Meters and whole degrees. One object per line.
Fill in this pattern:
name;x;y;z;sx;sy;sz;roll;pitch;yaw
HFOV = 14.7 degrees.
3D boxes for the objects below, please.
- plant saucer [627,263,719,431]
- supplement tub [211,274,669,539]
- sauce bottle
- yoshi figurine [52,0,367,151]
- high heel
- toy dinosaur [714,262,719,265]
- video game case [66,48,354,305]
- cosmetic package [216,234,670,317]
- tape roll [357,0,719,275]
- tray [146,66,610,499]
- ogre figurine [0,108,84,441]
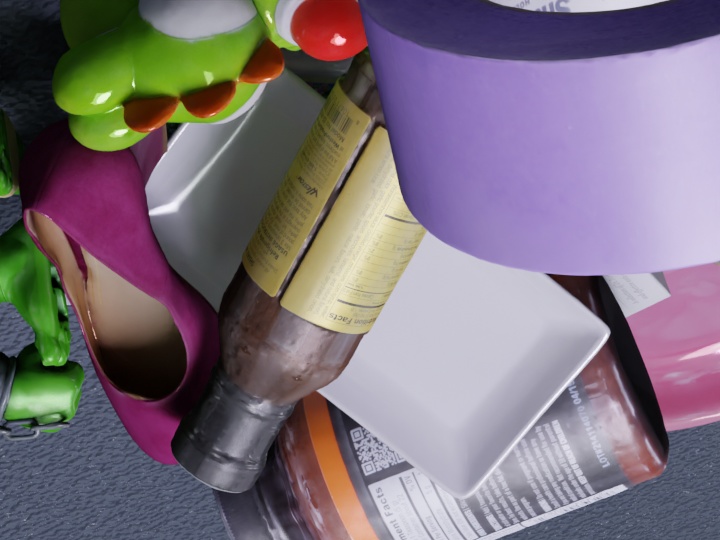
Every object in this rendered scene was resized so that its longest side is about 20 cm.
plant saucer;0.183;0.012;1.450;0.200;0.051;0.201;-13;149;-8
supplement tub;0.034;0.077;1.283;0.199;0.107;0.107;-21;149;11
sauce bottle;-0.019;0.001;1.158;0.065;0.065;0.200;13;117;-41
yoshi figurine;-0.039;-0.122;1.104;0.199;0.113;0.112;-28;-173;-8
high heel;-0.107;0.020;1.163;0.067;0.096;0.201;5;127;22
toy dinosaur;0.208;-0.034;1.315;0.101;0.058;0.200;-34;128;4
video game case;-0.041;-0.043;1.273;0.199;0.022;0.182;1;144;-28
cosmetic package;0.038;-0.011;1.294;0.150;0.052;0.200;-25;148;17
tape roll;0.102;-0.086;0.993;0.199;0.200;0.085;-16;120;-4
tray;0.000;0.000;1.200;0.200;0.022;0.107;38;108;-4
ogre figurine;-0.192;-0.012;1.165;0.119;0.098;0.200;-10;142;4
